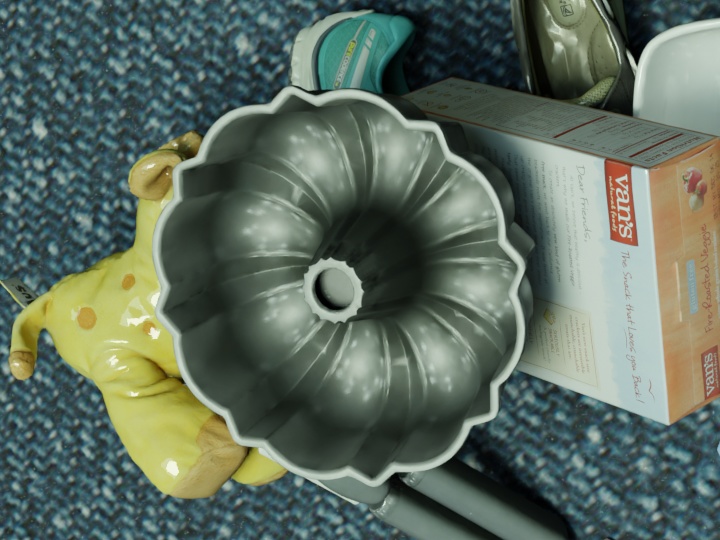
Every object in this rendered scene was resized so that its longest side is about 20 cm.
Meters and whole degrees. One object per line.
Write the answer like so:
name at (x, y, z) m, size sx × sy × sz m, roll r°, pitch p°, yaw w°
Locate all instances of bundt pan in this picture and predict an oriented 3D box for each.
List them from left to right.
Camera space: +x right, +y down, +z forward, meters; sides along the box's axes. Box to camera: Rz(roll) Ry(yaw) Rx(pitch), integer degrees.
bundt pan at (0.000, 0.000, 1.078) m, size 0.200 × 0.076 × 0.204 m, roll 7°, pitch 107°, yaw 21°

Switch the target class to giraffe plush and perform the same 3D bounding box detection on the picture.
giraffe plush at (-0.087, 0.004, 1.200) m, size 0.199 × 0.173 × 0.163 m, roll 33°, pitch 115°, yaw -1°

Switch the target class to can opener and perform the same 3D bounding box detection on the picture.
can opener at (0.029, 0.126, 1.185) m, size 0.199 × 0.067 × 0.053 m, roll 29°, pitch 117°, yaw -26°

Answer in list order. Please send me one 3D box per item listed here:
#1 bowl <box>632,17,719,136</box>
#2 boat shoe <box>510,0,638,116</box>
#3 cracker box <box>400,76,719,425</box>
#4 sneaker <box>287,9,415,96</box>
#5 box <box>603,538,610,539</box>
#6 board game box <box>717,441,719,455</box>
bowl at (0.242, -0.036, 1.081) m, size 0.198 × 0.075 × 0.201 m, roll 1°, pitch 106°, yaw 25°
boat shoe at (0.119, -0.089, 1.137) m, size 0.073 × 0.065 × 0.201 m, roll -20°, pitch 93°, yaw 28°
cracker box at (0.100, -0.015, 1.102) m, size 0.199 × 0.057 × 0.135 m, roll 20°, pitch 125°, yaw 49°
sneaker at (0.015, -0.045, 1.198) m, size 0.079 × 0.077 × 0.202 m, roll -10°, pitch 98°, yaw 19°
box at (0.177, 0.254, 1.174) m, size 0.199 × 0.095 × 0.103 m, roll 35°, pitch 116°, yaw 15°
board game box at (0.269, 0.136, 1.087) m, size 0.157 × 0.039 × 0.201 m, roll -11°, pitch 120°, yaw 33°
